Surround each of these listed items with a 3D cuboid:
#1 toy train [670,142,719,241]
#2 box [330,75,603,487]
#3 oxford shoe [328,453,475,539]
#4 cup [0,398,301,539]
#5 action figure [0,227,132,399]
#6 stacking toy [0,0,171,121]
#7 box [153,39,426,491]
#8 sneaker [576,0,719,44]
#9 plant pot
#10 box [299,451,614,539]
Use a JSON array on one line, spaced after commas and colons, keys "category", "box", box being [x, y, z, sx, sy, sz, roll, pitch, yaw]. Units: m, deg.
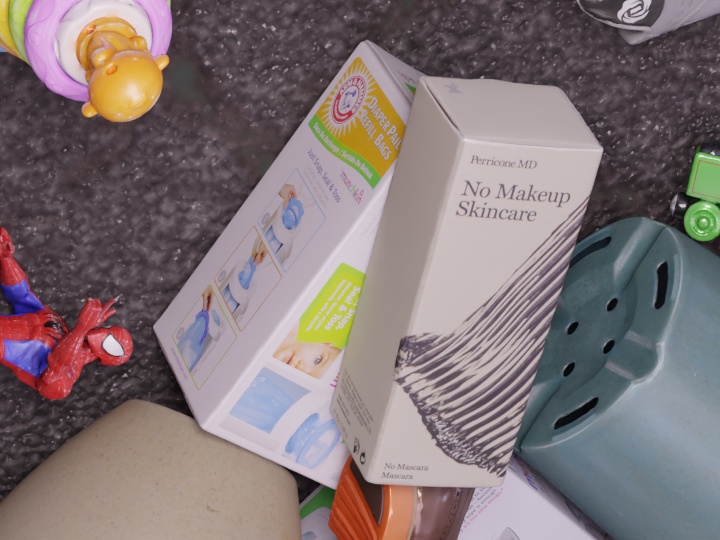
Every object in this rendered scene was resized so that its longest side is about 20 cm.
[{"category": "toy train", "box": [0.271, -0.027, 1.632, 0.199, 0.042, 0.057, 13, 102, 5]}, {"category": "box", "box": [0.051, 0.008, 1.473, 0.082, 0.068, 0.201, 2, 121, -21]}, {"category": "oxford shoe", "box": [0.015, 0.180, 1.580, 0.072, 0.071, 0.201, -2, 127, -30]}, {"category": "cup", "box": [-0.110, 0.154, 1.576, 0.200, 0.200, 0.144, 32, 77, -34]}, {"category": "action figure", "box": [-0.203, 0.018, 1.504, 0.199, 0.066, 0.099, 6, 135, -25]}, {"category": "stacking toy", "box": [-0.126, -0.122, 1.365, 0.116, 0.200, 0.110, -32, 127, 0]}, {"category": "box", "box": [0.000, 0.000, 1.556, 0.112, 0.102, 0.200, 26, 109, -32]}, {"category": "sneaker", "box": [0.135, -0.192, 1.505, 0.115, 0.075, 0.201, -25, 128, -2]}, {"category": "plant pot", "box": [0.188, 0.083, 1.640, 0.196, 0.200, 0.200, 36, 104, -26]}, {"category": "box", "box": [0.042, 0.191, 1.699, 0.200, 0.097, 0.176, -44, 125, 10]}]
